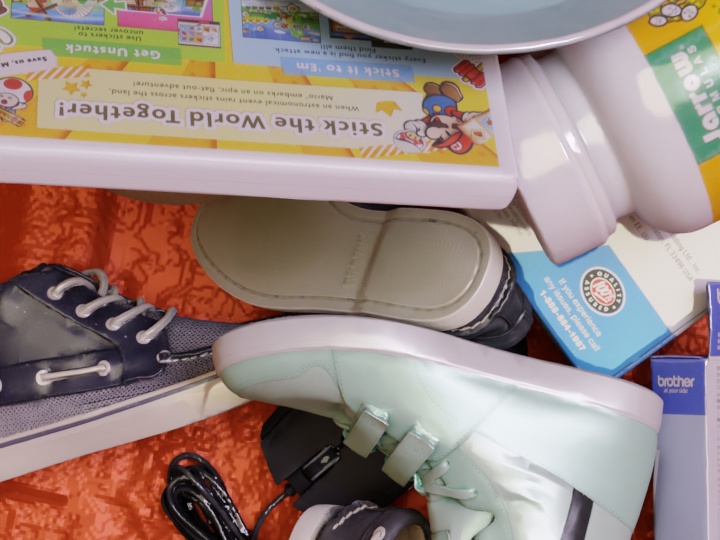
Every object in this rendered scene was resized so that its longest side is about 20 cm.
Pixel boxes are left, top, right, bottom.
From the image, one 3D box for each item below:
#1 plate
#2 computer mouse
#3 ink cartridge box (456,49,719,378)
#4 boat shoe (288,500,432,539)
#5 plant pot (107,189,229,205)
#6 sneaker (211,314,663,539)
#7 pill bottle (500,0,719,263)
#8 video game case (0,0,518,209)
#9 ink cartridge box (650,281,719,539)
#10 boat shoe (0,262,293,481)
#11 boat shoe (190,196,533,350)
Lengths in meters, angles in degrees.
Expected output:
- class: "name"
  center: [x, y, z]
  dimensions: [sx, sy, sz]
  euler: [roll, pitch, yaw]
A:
- class: "plate"
  center: [0.045, -0.150, 0.721]
  dimensions: [0.199, 0.026, 0.201]
  euler: [1, 51, -1]
- class: "computer mouse"
  center: [0.011, 0.105, 0.881]
  dimensions: [0.200, 0.046, 0.141]
  euler: [-34, 84, 3]
- class: "ink cartridge box"
  center: [0.146, -0.060, 0.855]
  dimensions: [0.200, 0.086, 0.147]
  euler: [-36, 85, 2]
- class: "boat shoe"
  center: [-0.004, 0.202, 0.806]
  dimensions: [0.060, 0.074, 0.201]
  euler: [-8, 63, 38]
- class: "plant pot"
  center: [-0.086, -0.111, 0.843]
  dimensions: [0.199, 0.201, 0.135]
  euler: [9, 123, 6]
- class: "sneaker"
  center: [0.025, 0.090, 0.782]
  dimensions: [0.199, 0.074, 0.119]
  euler: [12, 75, 1]
- class: "pill bottle"
  center: [0.149, -0.085, 0.749]
  dimensions: [0.199, 0.113, 0.113]
  euler: [-27, 86, 3]
- class: "video game case"
  center: [-0.047, -0.103, 0.708]
  dimensions: [0.199, 0.023, 0.183]
  euler: [3, 51, -12]
- class: "ink cartridge box"
  center: [0.185, 0.106, 0.836]
  dimensions: [0.119, 0.042, 0.201]
  euler: [1, 90, -39]
- class: "boat shoe"
  center: [-0.117, 0.033, 0.881]
  dimensions: [0.199, 0.075, 0.093]
  euler: [-18, 94, 5]
- class: "boat shoe"
  center: [0.001, -0.002, 0.854]
  dimensions: [0.199, 0.066, 0.075]
  euler: [8, 70, 43]
